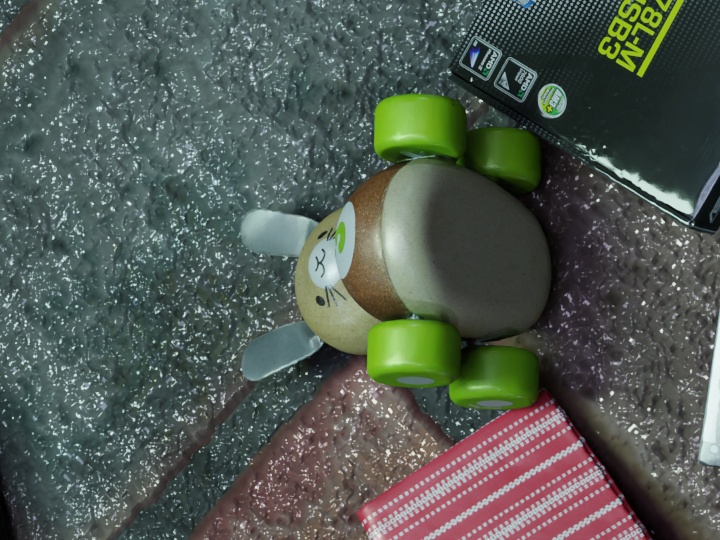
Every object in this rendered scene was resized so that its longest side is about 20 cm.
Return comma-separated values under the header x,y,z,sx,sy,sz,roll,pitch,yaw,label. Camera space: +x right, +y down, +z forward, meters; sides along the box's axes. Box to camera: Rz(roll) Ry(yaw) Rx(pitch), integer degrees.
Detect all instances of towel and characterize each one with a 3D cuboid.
x,y,z,sx,sy,sz,roll,pitch,yaw,label
0.105,0.187,1.612,0.144,0.022,0.200,-32,66,-1,towel

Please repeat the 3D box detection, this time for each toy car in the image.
x,y,z,sx,sy,sz,roll,pitch,yaw,label
0.000,0.000,1.645,0.199,0.158,0.165,-9,73,37,toy car

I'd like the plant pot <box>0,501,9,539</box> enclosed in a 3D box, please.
x,y,z,sx,sy,sz,roll,pitch,yaw,label
-0.349,0.156,1.783,0.199,0.199,0.178,-6,76,25,plant pot

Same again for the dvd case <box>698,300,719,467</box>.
x,y,z,sx,sy,sz,roll,pitch,yaw,label
0.281,0.025,1.569,0.150,0.025,0.201,9,92,25,dvd case

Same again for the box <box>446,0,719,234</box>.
x,y,z,sx,sy,sz,roll,pitch,yaw,label
0.175,-0.153,1.599,0.193,0.047,0.201,35,102,30,box
